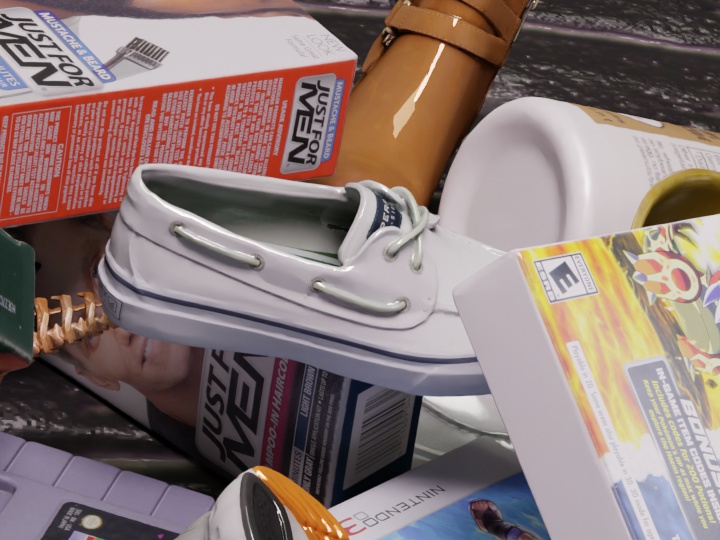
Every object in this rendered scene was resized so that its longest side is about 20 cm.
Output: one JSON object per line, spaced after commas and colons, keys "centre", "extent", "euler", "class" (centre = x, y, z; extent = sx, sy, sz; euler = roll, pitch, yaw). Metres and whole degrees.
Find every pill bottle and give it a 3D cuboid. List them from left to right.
{"centre": [0.143, -0.008, 1.356], "extent": [0.199, 0.115, 0.114], "euler": [9, 26, -34], "class": "pill bottle"}

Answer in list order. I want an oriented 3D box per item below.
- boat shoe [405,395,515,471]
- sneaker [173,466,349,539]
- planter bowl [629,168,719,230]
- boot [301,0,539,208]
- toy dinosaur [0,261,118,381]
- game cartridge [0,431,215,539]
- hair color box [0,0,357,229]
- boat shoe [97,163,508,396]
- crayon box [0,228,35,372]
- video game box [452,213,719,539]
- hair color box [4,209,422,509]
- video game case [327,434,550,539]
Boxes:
{"centre": [0.009, 0.030, 1.311], "extent": [0.072, 0.069, 0.200], "euler": [-18, 40, -41], "class": "boat shoe"}
{"centre": [-0.039, 0.175, 1.048], "extent": [0.076, 0.092, 0.201], "euler": [27, 41, -39], "class": "sneaker"}
{"centre": [0.146, 0.066, 1.243], "extent": [0.200, 0.083, 0.201], "euler": [32, 43, -35], "class": "planter bowl"}
{"centre": [0.033, -0.086, 1.384], "extent": [0.076, 0.156, 0.200], "euler": [33, 10, 4], "class": "boot"}
{"centre": [-0.191, 0.025, 1.231], "extent": [0.199, 0.103, 0.136], "euler": [14, 37, 1], "class": "toy dinosaur"}
{"centre": [-0.140, 0.127, 1.130], "extent": [0.129, 0.039, 0.200], "euler": [12, 29, 10], "class": "game cartridge"}
{"centre": [-0.115, -0.078, 1.255], "extent": [0.199, 0.064, 0.111], "euler": [-9, 36, -35], "class": "hair color box"}
{"centre": [0.000, 0.000, 1.162], "extent": [0.199, 0.067, 0.074], "euler": [4, 36, -14], "class": "boat shoe"}
{"centre": [-0.238, 0.012, 1.125], "extent": [0.199, 0.127, 0.051], "euler": [-11, 67, 20], "class": "crayon box"}
{"centre": [0.144, 0.078, 1.120], "extent": [0.182, 0.047, 0.201], "euler": [-10, 72, -44], "class": "video game box"}
{"centre": [-0.066, 0.019, 1.271], "extent": [0.199, 0.101, 0.060], "euler": [30, 38, 31], "class": "hair color box"}
{"centre": [0.058, 0.153, 1.140], "extent": [0.200, 0.046, 0.181], "euler": [32, 37, 32], "class": "video game case"}
